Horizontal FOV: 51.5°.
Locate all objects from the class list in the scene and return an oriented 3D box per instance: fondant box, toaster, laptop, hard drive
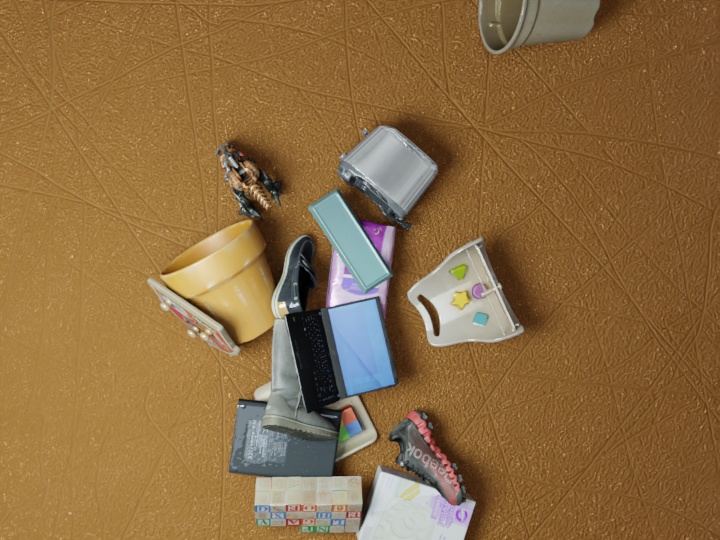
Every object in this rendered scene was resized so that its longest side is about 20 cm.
[{"bbox_3d":[0.109,0.488,1.474,0.200,0.058,0.144,19,87,-5],"label":"fondant box"},{"bbox_3d":[0.062,-0.188,1.463,0.200,0.114,0.129,40,84,0],"label":"toaster"},{"bbox_3d":[-0.031,0.148,1.359,0.103,0.200,0.177,-16,84,25],"label":"laptop"},{"bbox_3d":[-0.143,0.327,1.430,0.200,0.033,0.140,8,91,-6],"label":"hard drive"}]

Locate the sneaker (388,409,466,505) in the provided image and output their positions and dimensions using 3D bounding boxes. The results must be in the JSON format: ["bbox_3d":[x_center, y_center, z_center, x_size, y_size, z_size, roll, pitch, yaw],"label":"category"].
[{"bbox_3d":[0.124,0.375,1.449,0.098,0.071,0.200,-27,71,-16],"label":"sneaker"}]

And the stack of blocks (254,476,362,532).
[{"bbox_3d":[-0.099,0.448,1.427,0.200,0.115,0.059,1,45,-5],"label":"stack of blocks"}]

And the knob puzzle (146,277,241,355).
[{"bbox_3d":[-0.306,0.108,1.388,0.220,0.220,0.030,38,71,-2],"label":"knob puzzle"}]

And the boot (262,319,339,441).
[{"bbox_3d":[-0.102,0.206,1.386,0.182,0.073,0.200,30,53,-40],"label":"boot"}]

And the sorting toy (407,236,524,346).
[{"bbox_3d":[0.196,0.061,1.478,0.180,0.107,0.200,-24,91,3],"label":"sorting toy"}]

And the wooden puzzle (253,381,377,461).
[{"bbox_3d":[-0.088,0.287,1.471,0.185,0.046,0.200,-27,90,-4],"label":"wooden puzzle"}]

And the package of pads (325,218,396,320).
[{"bbox_3d":[0.000,0.000,1.471,0.120,0.076,0.200,7,88,-6],"label":"package of pads"}]

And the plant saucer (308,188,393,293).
[{"bbox_3d":[-0.018,-0.057,1.425,0.070,0.019,0.200,-33,90,-4],"label":"plant saucer"}]

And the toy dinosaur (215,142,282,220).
[{"bbox_3d":[-0.220,-0.168,1.425,0.102,0.136,0.200,-22,48,10],"label":"toy dinosaur"}]

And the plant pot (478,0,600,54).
[{"bbox_3d":[0.357,-0.525,1.469,0.183,0.200,0.201,-2,88,-16],"label":"plant pot"}]

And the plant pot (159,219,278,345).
[{"bbox_3d":[-0.243,0.033,1.405,0.200,0.200,0.183,-30,106,-4],"label":"plant pot"}]

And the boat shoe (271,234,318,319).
[{"bbox_3d":[-0.113,0.011,1.425,0.062,0.200,0.075,-6,133,21],"label":"boat shoe"}]
